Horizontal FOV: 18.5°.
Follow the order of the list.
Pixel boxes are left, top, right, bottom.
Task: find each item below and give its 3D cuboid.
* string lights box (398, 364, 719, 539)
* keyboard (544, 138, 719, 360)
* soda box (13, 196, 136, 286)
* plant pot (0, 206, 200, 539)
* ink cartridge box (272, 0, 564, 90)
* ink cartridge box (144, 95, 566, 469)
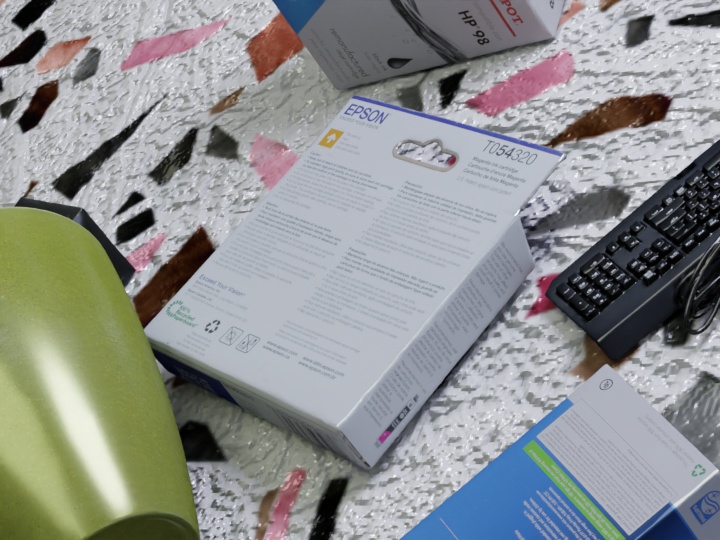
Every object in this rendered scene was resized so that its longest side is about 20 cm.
[{"bbox_3d":[0.072,0.145,1.001,0.200,0.059,0.103,-40,36,-2],"label":"string lights box"},{"bbox_3d":[0.185,-0.039,1.120,0.200,0.040,0.104,-41,36,-2],"label":"keyboard"},{"bbox_3d":[-0.227,0.052,1.347,0.071,0.063,0.200,11,59,45],"label":"soda box"},{"bbox_3d":[-0.170,0.100,1.178,0.187,0.187,0.200,-39,51,-2],"label":"plant pot"},{"bbox_3d":[0.047,-0.189,1.329,0.199,0.116,0.067,-11,44,32],"label":"ink cartridge box"},{"bbox_3d":[0.000,0.000,1.231,0.200,0.043,0.196,-48,36,-16],"label":"ink cartridge box"}]
